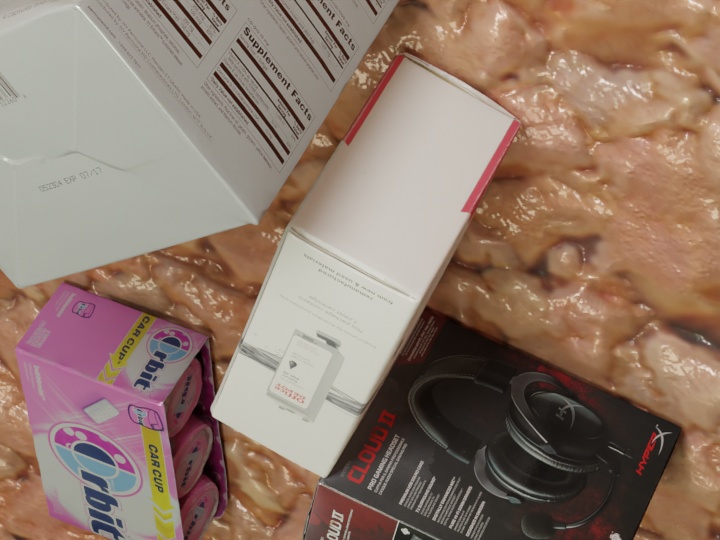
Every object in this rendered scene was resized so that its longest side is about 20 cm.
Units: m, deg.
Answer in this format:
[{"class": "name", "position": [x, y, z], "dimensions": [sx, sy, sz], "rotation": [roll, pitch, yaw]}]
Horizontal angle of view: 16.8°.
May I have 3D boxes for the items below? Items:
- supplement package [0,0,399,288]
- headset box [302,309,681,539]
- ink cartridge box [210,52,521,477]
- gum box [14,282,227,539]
[{"class": "supplement package", "position": [-0.114, -0.123, 1.252], "dimensions": [0.191, 0.200, 0.147], "rotation": [-13, 125, 42]}, {"class": "headset box", "position": [0.069, 0.124, 1.454], "dimensions": [0.199, 0.149, 0.077], "rotation": [26, 143, 8]}, {"class": "ink cartridge box", "position": [0.000, 0.000, 1.360], "dimensions": [0.082, 0.147, 0.200], "rotation": [29, 144, 2]}, {"class": "gum box", "position": [-0.160, 0.112, 1.666], "dimensions": [0.113, 0.066, 0.201], "rotation": [19, 142, 18]}]
